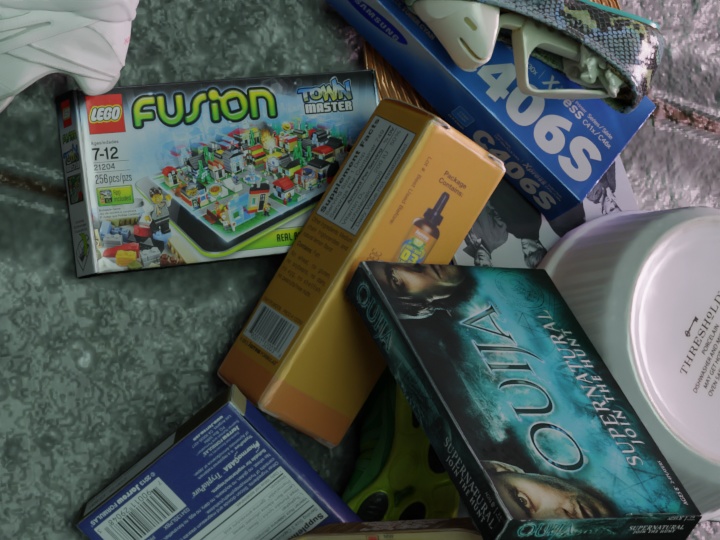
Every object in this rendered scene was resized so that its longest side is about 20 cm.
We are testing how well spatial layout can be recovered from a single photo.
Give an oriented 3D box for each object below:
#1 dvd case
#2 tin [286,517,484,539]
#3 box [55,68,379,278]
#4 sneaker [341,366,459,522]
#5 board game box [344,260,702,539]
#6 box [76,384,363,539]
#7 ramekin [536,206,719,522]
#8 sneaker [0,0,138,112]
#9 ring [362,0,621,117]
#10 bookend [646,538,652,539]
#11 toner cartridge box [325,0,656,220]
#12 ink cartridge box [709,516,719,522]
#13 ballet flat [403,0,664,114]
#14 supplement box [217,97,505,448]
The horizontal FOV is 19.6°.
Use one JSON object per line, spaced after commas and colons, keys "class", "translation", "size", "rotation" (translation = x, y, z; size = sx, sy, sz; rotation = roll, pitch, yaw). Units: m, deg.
{"class": "dvd case", "translation": [0.121, -0.003, 1.322], "size": [0.150, 0.025, 0.200], "rotation": [-18, 86, -29]}
{"class": "tin", "translation": [0.028, 0.191, 1.145], "size": [0.042, 0.200, 0.112], "rotation": [-26, 107, -56]}
{"class": "box", "translation": [-0.079, -0.060, 1.257], "size": [0.200, 0.035, 0.110], "rotation": [-7, 89, -27]}
{"class": "sneaker", "translation": [0.030, 0.117, 1.274], "size": [0.074, 0.084, 0.200], "rotation": [22, 97, -5]}
{"class": "board game box", "translation": [0.088, 0.072, 1.163], "size": [0.135, 0.028, 0.200], "rotation": [3, 41, -34]}
{"class": "box", "translation": [-0.054, 0.176, 1.222], "size": [0.121, 0.032, 0.200], "rotation": [-39, 105, 12]}
{"class": "ramekin", "translation": [0.203, 0.053, 1.282], "size": [0.202, 0.094, 0.203], "rotation": [7, 74, -26]}
{"class": "sneaker", "translation": [-0.223, -0.134, 1.160], "size": [0.200, 0.078, 0.100], "rotation": [7, 108, -5]}
{"class": "ring", "translation": [0.088, -0.142, 1.358], "size": [0.200, 0.019, 0.201], "rotation": [2, 85, -26]}
{"class": "bookend", "translation": [0.105, 0.250, 1.227], "size": [0.092, 0.199, 0.200], "rotation": [1, 86, -6]}
{"class": "toner cartridge box", "translation": [0.083, -0.135, 1.301], "size": [0.200, 0.043, 0.095], "rotation": [43, 61, -8]}
{"class": "ink cartridge box", "translation": [0.174, 0.070, 1.370], "size": [0.200, 0.045, 0.177], "rotation": [9, 83, -25]}
{"class": "ballet flat", "translation": [0.092, -0.144, 1.247], "size": [0.200, 0.074, 0.074], "rotation": [17, 79, -18]}
{"class": "supplement box", "translation": [0.000, 0.000, 1.241], "size": [0.067, 0.069, 0.200], "rotation": [32, 91, -34]}
